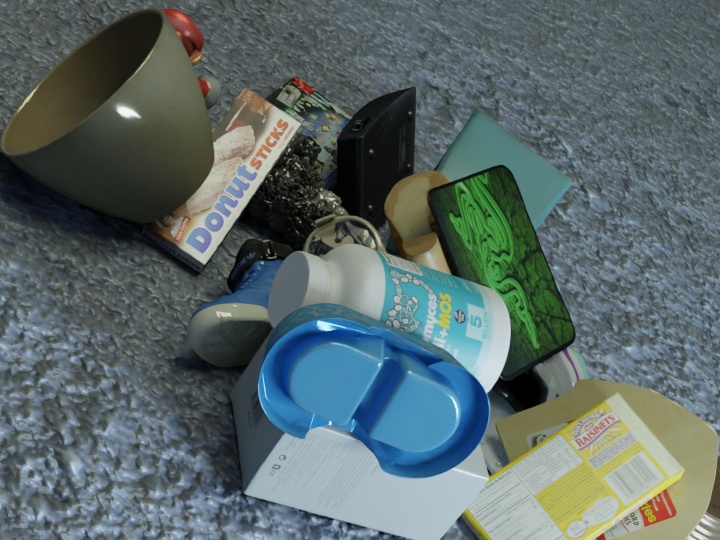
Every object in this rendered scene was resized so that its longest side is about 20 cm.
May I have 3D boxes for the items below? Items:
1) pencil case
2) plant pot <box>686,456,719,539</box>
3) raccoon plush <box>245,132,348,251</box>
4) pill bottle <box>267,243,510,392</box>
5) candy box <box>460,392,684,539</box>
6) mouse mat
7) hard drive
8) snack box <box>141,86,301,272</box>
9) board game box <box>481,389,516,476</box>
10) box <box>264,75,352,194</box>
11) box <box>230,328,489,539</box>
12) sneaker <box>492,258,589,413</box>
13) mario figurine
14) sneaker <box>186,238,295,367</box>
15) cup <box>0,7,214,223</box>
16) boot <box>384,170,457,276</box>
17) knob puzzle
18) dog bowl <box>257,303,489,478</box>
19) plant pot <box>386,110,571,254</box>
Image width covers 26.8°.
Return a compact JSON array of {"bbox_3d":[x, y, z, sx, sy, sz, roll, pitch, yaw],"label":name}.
[{"bbox_3d":[0.000,0.000,1.492,0.090,0.078,0.200,57,4,15],"label":"pencil case"},{"bbox_3d":[0.317,0.234,1.525,0.200,0.093,0.202,27,38,-24],"label":"plant pot"},{"bbox_3d":[-0.103,-0.060,1.578,0.199,0.097,0.135,-9,59,-19],"label":"raccoon plush"},{"bbox_3d":[0.023,0.044,1.303,0.199,0.111,0.111,17,34,-28],"label":"pill bottle"},{"bbox_3d":[0.197,0.206,1.423,0.199,0.026,0.102,-30,62,-18],"label":"candy box"},{"bbox_3d":[0.144,-0.001,1.506,0.161,0.008,0.201,-22,89,-52],"label":"mouse mat"},{"bbox_3d":[0.018,-0.127,1.728,0.042,0.136,0.200,8,25,17],"label":"hard drive"},{"bbox_3d":[-0.138,-0.093,1.521,0.072,0.024,0.200,33,60,-3],"label":"snack box"},{"bbox_3d":[0.144,0.141,1.572,0.199,0.026,0.200,-8,52,-50],"label":"board game box"},{"bbox_3d":[-0.066,-0.146,1.749,0.137,0.040,0.200,36,30,2],"label":"box"},{"bbox_3d":[-0.003,0.146,1.341,0.199,0.098,0.125,20,33,-25],"label":"box"},{"bbox_3d":[0.156,0.063,1.545,0.140,0.078,0.201,-22,83,-55],"label":"sneaker"},{"bbox_3d":[-0.226,-0.199,1.651,0.201,0.105,0.124,-78,147,-47],"label":"mario figurine"},{"bbox_3d":[-0.106,0.024,1.423,0.199,0.077,0.112,1,50,-51],"label":"sneaker"},{"bbox_3d":[-0.222,-0.130,1.445,0.143,0.200,0.201,51,21,-29],"label":"cup"},{"bbox_3d":[0.078,-0.001,1.534,0.202,0.070,0.145,-89,161,-60],"label":"boot"},{"bbox_3d":[0.253,0.196,1.465,0.218,0.031,0.221,-2,60,3],"label":"knob puzzle"},{"bbox_3d":[0.009,0.094,1.227,0.199,0.112,0.050,24,19,-20],"label":"dog bowl"},{"bbox_3d":[0.120,-0.052,1.717,0.141,0.141,0.200,37,39,3],"label":"plant pot"}]
